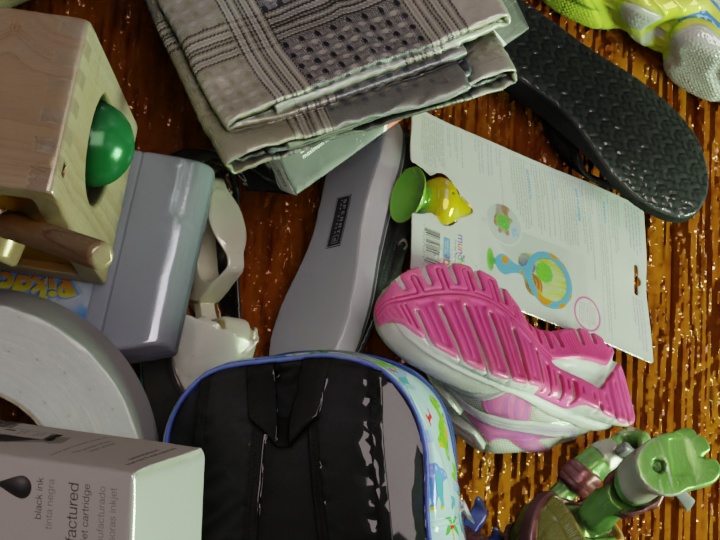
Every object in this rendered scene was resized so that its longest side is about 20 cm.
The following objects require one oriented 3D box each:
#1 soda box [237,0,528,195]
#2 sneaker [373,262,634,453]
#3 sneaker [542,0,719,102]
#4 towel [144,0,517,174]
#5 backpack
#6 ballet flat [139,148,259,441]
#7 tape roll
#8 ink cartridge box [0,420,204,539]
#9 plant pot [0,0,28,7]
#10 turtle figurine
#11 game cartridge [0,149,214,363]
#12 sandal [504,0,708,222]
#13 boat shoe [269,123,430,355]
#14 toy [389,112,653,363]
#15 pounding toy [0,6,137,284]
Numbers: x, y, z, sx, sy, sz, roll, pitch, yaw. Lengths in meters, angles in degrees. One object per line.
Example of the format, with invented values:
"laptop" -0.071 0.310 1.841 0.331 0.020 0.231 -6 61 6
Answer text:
"soda box" 0.004 -0.126 1.477 0.200 0.063 0.071 -37 112 -24
"sneaker" 0.074 0.066 1.458 0.199 0.088 0.082 29 38 -37
"sneaker" 0.215 -0.188 1.602 0.199 0.076 0.105 30 70 -6
"towel" -0.025 -0.162 1.424 0.191 0.035 0.201 -18 59 -15
"backpack" -0.025 0.145 1.388 0.182 0.147 0.202 -3 90 16
"ballet flat" -0.097 0.020 1.459 0.068 0.068 0.201 4 75 -36
"tape roll" -0.215 0.113 1.366 0.199 0.066 0.202 0 95 3
"ink cartridge box" -0.189 0.157 1.263 0.199 0.083 0.148 5 96 22
"plant pot" -0.251 -0.221 1.436 0.199 0.187 0.189 -6 78 -30
"turtle figurine" 0.173 0.165 1.441 0.199 0.194 0.144 33 68 -9
"game cartridge" -0.195 -0.014 1.429 0.199 0.040 0.134 8 76 8
"sandal" 0.146 -0.102 1.579 0.200 0.048 0.075 43 59 13
"boat shoe" 0.000 0.000 1.499 0.056 0.068 0.201 29 69 -37
"toy" 0.098 -0.015 1.525 0.199 0.047 0.116 23 55 -36
"pounding toy" -0.204 -0.055 1.328 0.199 0.184 0.143 8 73 8
